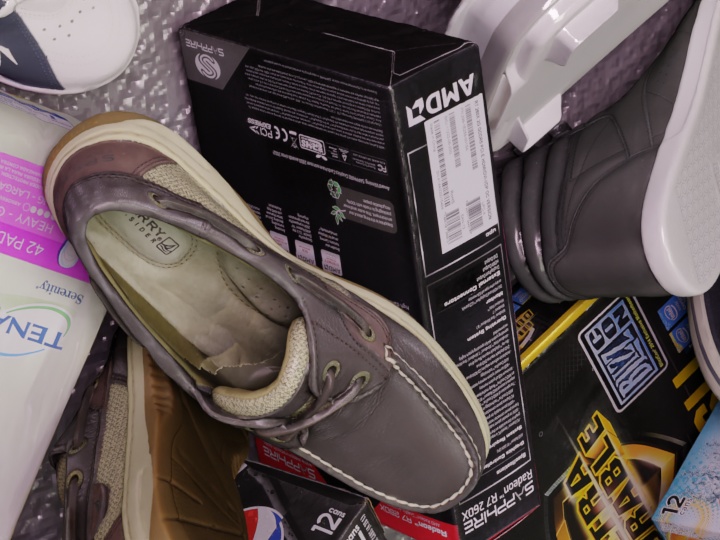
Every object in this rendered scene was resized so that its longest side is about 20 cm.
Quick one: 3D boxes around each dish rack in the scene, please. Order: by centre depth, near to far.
[{"bbox_3d":[0.110,-0.124,1.039,0.200,0.172,0.044,-40,82,-16],"label":"dish rack"}]

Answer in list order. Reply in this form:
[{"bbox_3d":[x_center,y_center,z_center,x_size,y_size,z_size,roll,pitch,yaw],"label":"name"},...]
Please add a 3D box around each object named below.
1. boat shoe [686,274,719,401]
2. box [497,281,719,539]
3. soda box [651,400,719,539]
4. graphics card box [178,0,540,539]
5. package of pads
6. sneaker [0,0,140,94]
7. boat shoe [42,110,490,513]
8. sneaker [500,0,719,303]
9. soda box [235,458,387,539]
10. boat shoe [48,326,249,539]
[{"bbox_3d":[0.194,-0.022,1.142,0.075,0.062,0.200,37,55,-15],"label":"boat shoe"},{"bbox_3d":[0.110,0.090,1.183,0.160,0.049,0.200,-43,126,-18],"label":"box"},{"bbox_3d":[0.207,0.058,1.167,0.200,0.068,0.064,-55,133,-28],"label":"soda box"},{"bbox_3d":[0.000,0.000,1.019,0.051,0.125,0.201,-29,121,-33],"label":"graphics card box"},{"bbox_3d":[-0.174,0.024,0.941,0.154,0.068,0.201,21,94,-37],"label":"package of pads"},{"bbox_3d":[-0.124,-0.116,0.885,0.080,0.129,0.199,-47,127,-11],"label":"sneaker"},{"bbox_3d":[-0.033,0.028,0.928,0.072,0.066,0.201,-39,114,20],"label":"boat shoe"},{"bbox_3d":[0.117,-0.062,1.124,0.071,0.099,0.200,57,41,-31],"label":"sneaker"},{"bbox_3d":[-0.008,0.163,1.038,0.071,0.063,0.200,-54,140,-25],"label":"soda box"},{"bbox_3d":[-0.082,0.069,0.962,0.065,0.200,0.073,-31,111,11],"label":"boat shoe"}]
